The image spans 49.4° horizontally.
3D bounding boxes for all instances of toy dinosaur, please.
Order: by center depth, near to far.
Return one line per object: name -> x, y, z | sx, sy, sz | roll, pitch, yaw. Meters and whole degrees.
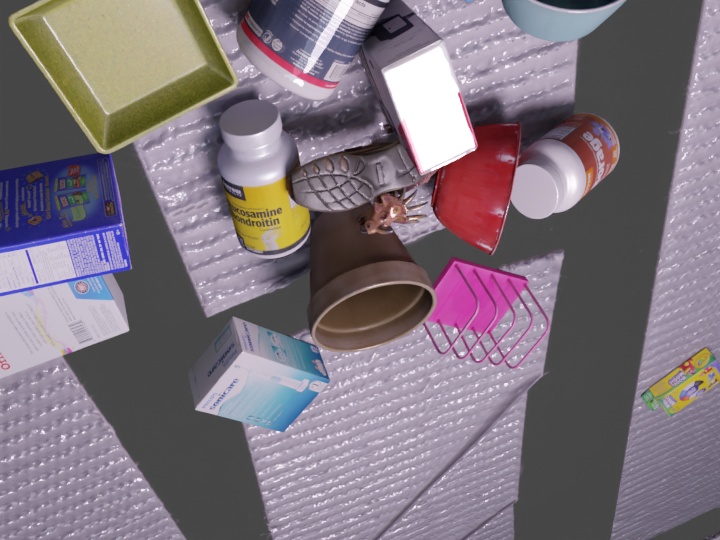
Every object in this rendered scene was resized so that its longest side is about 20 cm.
toy dinosaur -> 0.073, -0.144, 1.139 | 0.085, 0.137, 0.201 | 21, 118, -38

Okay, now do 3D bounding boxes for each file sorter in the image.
file sorter -> 0.227, 0.088, 1.434 | 0.197, 0.127, 0.140 | 13, 124, -35

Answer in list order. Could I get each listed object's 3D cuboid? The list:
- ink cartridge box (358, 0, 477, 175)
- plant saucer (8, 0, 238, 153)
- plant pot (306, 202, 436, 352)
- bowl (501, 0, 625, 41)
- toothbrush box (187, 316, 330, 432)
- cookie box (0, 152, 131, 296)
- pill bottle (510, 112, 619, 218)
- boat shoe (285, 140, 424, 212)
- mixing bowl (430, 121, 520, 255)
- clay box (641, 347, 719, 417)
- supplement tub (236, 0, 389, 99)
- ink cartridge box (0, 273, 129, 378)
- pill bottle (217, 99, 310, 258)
ink cartridge box -> 0.062, -0.237, 0.986 | 0.083, 0.201, 0.147 | -24, 123, 2
plant saucer -> -0.271, -0.264, 0.922 | 0.196, 0.048, 0.202 | -27, 136, -2
plant pot -> 0.000, 0.000, 1.190 | 0.195, 0.177, 0.201 | -13, 150, -8
bowl -> 0.255, -0.375, 0.999 | 0.197, 0.204, 0.106 | -19, 157, -8
toothbrush box -> -0.175, 0.184, 1.352 | 0.198, 0.086, 0.147 | 23, 118, -40
cookie box -> -0.394, -0.058, 0.962 | 0.195, 0.172, 0.076 | -12, 132, -15
pill bottle -> 0.310, -0.158, 1.202 | 0.199, 0.111, 0.114 | -36, 148, -40
boat shoe -> -0.006, -0.129, 1.055 | 0.196, 0.074, 0.078 | -13, 109, -19
mixing bowl -> 0.166, -0.134, 1.181 | 0.106, 0.202, 0.203 | 12, 130, 2
clay box -> 0.810, 0.291, 1.964 | 0.199, 0.048, 0.115 | -41, 134, 11
supplement tub -> -0.045, -0.319, 0.917 | 0.138, 0.142, 0.201 | 17, 121, -36
ink cartridge box -> -0.445, 0.047, 1.094 | 0.196, 0.085, 0.146 | -21, 136, -9
pill bottle -> -0.133, -0.124, 1.072 | 0.110, 0.113, 0.203 | -18, 135, -10
